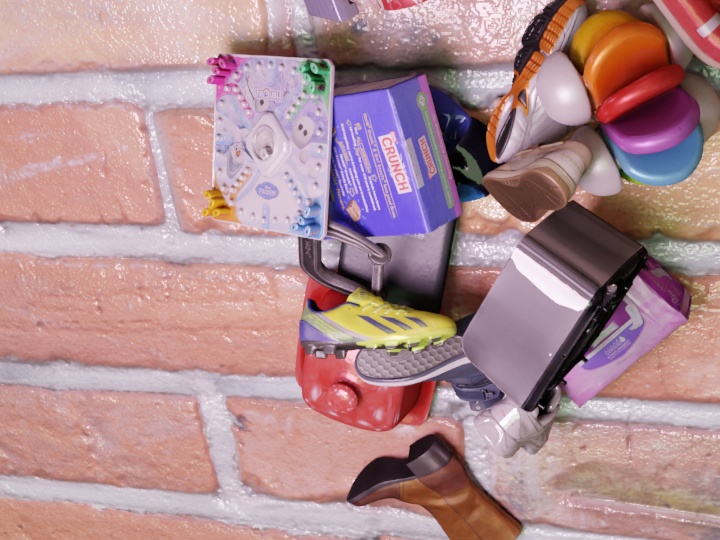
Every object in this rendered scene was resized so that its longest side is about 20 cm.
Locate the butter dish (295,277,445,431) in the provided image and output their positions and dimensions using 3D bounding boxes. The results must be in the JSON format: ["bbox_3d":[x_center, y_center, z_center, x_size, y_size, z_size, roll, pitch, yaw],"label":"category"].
[{"bbox_3d":[-0.004,0.132,1.667,0.197,0.148,0.202,17,122,10],"label":"butter dish"}]

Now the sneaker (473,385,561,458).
[{"bbox_3d":[0.217,0.175,1.590,0.099,0.200,0.078,-43,77,19],"label":"sneaker"}]

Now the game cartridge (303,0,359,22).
[{"bbox_3d":[-0.068,-0.376,1.425,0.038,0.129,0.202,-28,111,-15],"label":"game cartridge"}]

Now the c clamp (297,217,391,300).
[{"bbox_3d":[0.000,0.000,1.542,0.169,0.027,0.201,22,157,15],"label":"c clamp"}]

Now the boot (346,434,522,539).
[{"bbox_3d":[0.101,0.337,1.810,0.187,0.069,0.200,-34,110,24],"label":"boot"}]

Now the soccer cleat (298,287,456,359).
[{"bbox_3d":[0.017,0.058,1.525,0.197,0.065,0.085,-4,76,21],"label":"soccer cleat"}]

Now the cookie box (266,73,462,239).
[{"bbox_3d":[0.003,-0.127,1.488,0.198,0.075,0.173,-1,112,43],"label":"cookie box"}]

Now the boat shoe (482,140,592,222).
[{"bbox_3d":[0.194,-0.102,1.399,0.072,0.065,0.200,45,168,-8],"label":"boat shoe"}]

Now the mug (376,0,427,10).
[{"bbox_3d":[0.026,-0.400,1.391,0.132,0.177,0.202,-31,115,-11],"label":"mug"}]

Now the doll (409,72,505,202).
[{"bbox_3d":[0.124,-0.149,1.506,0.199,0.048,0.137,39,93,0],"label":"doll"}]

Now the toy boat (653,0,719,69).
[{"bbox_3d":[0.372,-0.299,1.276,0.200,0.131,0.130,48,161,-11],"label":"toy boat"}]

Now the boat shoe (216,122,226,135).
[{"bbox_3d":[-0.095,-0.129,1.605,0.200,0.063,0.071,42,122,-7],"label":"boat shoe"}]

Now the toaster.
[{"bbox_3d":[0.221,0.032,1.426,0.118,0.180,0.201,36,123,14],"label":"toaster"}]

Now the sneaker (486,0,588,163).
[{"bbox_3d":[0.218,-0.208,1.450,0.091,0.076,0.202,13,115,-23],"label":"sneaker"}]

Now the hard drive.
[{"bbox_3d":[0.048,-0.053,1.593,0.138,0.033,0.203,14,112,12],"label":"hard drive"}]

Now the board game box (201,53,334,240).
[{"bbox_3d":[-0.113,-0.148,1.496,0.198,0.026,0.203,12,103,43],"label":"board game box"}]

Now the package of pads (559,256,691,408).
[{"bbox_3d":[0.292,0.063,1.560,0.120,0.076,0.200,41,124,-5],"label":"package of pads"}]

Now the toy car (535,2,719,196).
[{"bbox_3d":[0.296,-0.174,1.352,0.173,0.150,0.202,-28,111,-2],"label":"toy car"}]

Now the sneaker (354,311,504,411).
[{"bbox_3d":[0.097,0.128,1.593,0.199,0.078,0.147,-13,145,0],"label":"sneaker"}]
